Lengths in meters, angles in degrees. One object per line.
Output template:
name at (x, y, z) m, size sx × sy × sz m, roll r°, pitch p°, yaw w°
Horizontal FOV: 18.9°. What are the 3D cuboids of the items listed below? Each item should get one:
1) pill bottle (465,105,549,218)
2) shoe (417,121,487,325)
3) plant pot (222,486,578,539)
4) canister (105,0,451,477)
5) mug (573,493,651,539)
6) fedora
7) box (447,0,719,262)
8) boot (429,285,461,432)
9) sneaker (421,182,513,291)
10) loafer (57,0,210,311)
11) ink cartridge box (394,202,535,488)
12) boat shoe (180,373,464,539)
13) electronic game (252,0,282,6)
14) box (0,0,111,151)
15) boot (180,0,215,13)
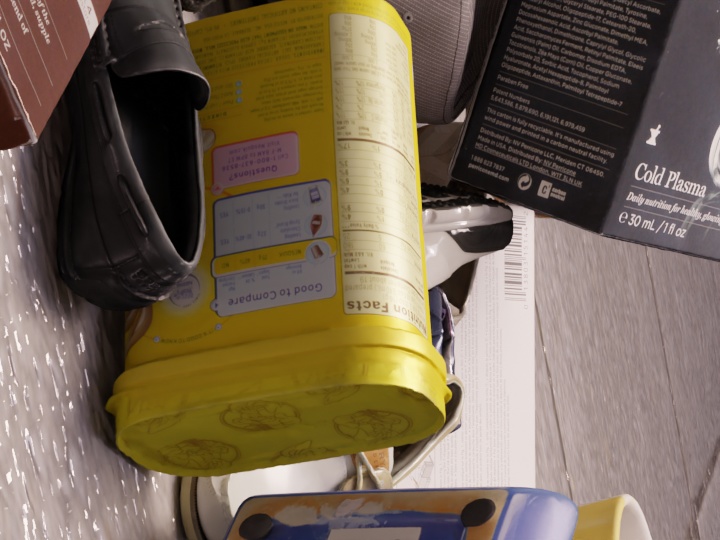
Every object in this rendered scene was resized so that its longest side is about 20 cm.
pill bottle at (0.126, -0.100, 1.425) m, size 0.200 × 0.116 × 0.117 m, roll 53°, pitch 30°, yaw -84°
shoe at (0.035, -0.004, 1.304) m, size 0.070 × 0.053 × 0.200 m, roll 36°, pitch 62°, yaw -38°
plant pot at (0.021, 0.207, 0.967) m, size 0.180 × 0.200 × 0.200 m, roll 61°, pitch 38°, yaw -35°
canister at (-0.040, -0.018, 1.000) m, size 0.087 × 0.148 × 0.200 m, roll 49°, pitch 34°, yaw -60°
mug at (0.098, 0.210, 1.337) m, size 0.150 × 0.153 × 0.187 m, roll -82°, pitch 157°, yaw -43°
fedora at (0.033, -0.160, 1.207) m, size 0.177 × 0.090 × 0.200 m, roll -42°, pitch 141°, yaw -60°
box at (0.179, -0.115, 1.237) m, size 0.200 × 0.124 × 0.197 m, roll 9°, pitch 100°, yaw -48°
boot at (0.005, 0.002, 1.239) m, size 0.073 × 0.090 × 0.200 m, roll 7°, pitch 75°, yaw -73°
sneaker at (0.000, 0.000, 1.166) m, size 0.200 × 0.074 × 0.080 m, roll -13°, pitch 107°, yaw -35°
loafer at (-0.095, -0.082, 0.957) m, size 0.068 × 0.070 × 0.201 m, roll 18°, pitch 62°, yaw -46°
ink cartridge box at (0.041, 0.053, 1.376) m, size 0.176 × 0.045 × 0.200 m, roll 5°, pitch 84°, yaw -45°
boat shoe at (-0.016, 0.086, 1.101) m, size 0.200 × 0.068 × 0.075 m, roll -35°, pitch 116°, yaw -54°
electronic game at (-0.009, -0.179, 1.328) m, size 0.200 × 0.042 × 0.200 m, roll 20°, pitch 66°, yaw -55°
box at (-0.145, -0.132, 0.836) m, size 0.200 × 0.075 × 0.100 m, roll -78°, pitch 153°, yaw -55°
boot at (-0.079, -0.235, 1.095) m, size 0.158 × 0.079 × 0.211 m, roll -22°, pitch 103°, yaw -73°
